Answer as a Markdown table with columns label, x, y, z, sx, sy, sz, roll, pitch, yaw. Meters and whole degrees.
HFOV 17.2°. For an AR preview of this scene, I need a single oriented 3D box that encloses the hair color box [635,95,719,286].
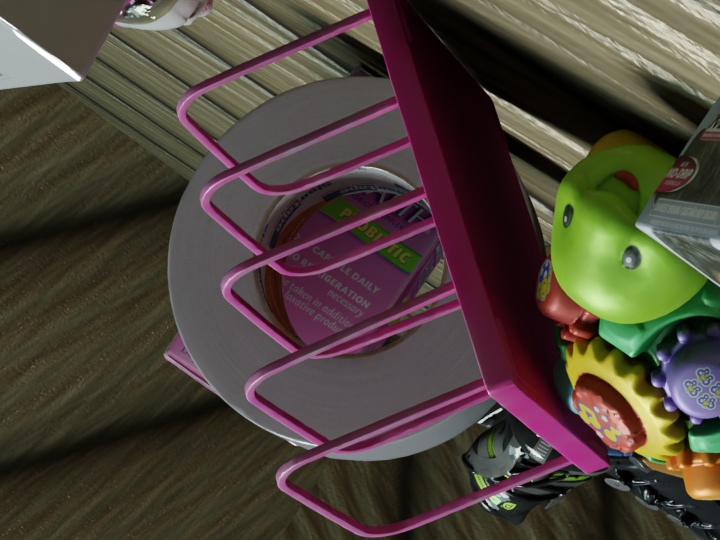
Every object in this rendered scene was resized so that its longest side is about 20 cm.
| label | x | y | z | sx | sy | sz | roll | pitch | yaw |
| --- | --- | --- | --- | --- | --- | --- | --- | --- | --- |
| hair color box | 0.201 | 0.019 | 0.821 | 0.200 | 0.061 | 0.099 | 35 | 177 | -12 |

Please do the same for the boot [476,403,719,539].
| label | x | y | z | sx | sy | sz | roll | pitch | yaw |
| --- | --- | --- | --- | --- | --- | --- | --- | --- | --- |
| boot | 0.167 | 0.111 | 1.558 | 0.200 | 0.066 | 0.165 | 28 | -179 | -41 |

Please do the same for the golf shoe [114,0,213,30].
| label | x | y | z | sx | sy | sz | roll | pitch | yaw |
| --- | --- | --- | --- | --- | --- | --- | --- | --- | --- |
| golf shoe | -0.102 | -0.158 | 1.189 | 0.092 | 0.073 | 0.200 | 29 | -171 | -26 |

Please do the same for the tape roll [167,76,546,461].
| label | x | y | z | sx | sy | sz | roll | pitch | yaw |
| --- | --- | --- | --- | --- | --- | --- | --- | --- | --- |
| tape roll | 0.000 | 0.000 | 1.283 | 0.200 | 0.201 | 0.066 | 33 | 177 | 15 |

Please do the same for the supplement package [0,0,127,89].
| label | x | y | z | sx | sy | sz | roll | pitch | yaw |
| --- | --- | --- | --- | --- | --- | --- | --- | --- | --- |
| supplement package | -0.188 | -0.164 | 1.104 | 0.120 | 0.122 | 0.200 | 36 | 162 | -28 |

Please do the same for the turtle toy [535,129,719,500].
| label | x | y | z | sx | sy | sz | roll | pitch | yaw |
| --- | --- | --- | --- | --- | --- | --- | --- | --- | --- |
| turtle toy | 0.128 | 0.016 | 0.972 | 0.146 | 0.101 | 0.200 | 35 | 156 | 35 |

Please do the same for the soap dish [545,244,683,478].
| label | x | y | z | sx | sy | sz | roll | pitch | yaw |
| --- | --- | --- | --- | --- | --- | --- | --- | --- | --- |
| soap dish | 0.161 | 0.051 | 1.349 | 0.157 | 0.081 | 0.200 | 41 | 174 | -6 |

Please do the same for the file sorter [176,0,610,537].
| label | x | y | z | sx | sy | sz | roll | pitch | yaw |
| --- | --- | --- | --- | --- | --- | --- | --- | --- | --- |
| file sorter | 0.010 | 0.004 | 1.082 | 0.139 | 0.125 | 0.201 | 40 | -150 | -61 |

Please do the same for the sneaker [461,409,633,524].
| label | x | y | z | sx | sy | sz | roll | pitch | yaw |
| --- | --- | --- | --- | --- | --- | --- | --- | --- | --- |
| sneaker | 0.101 | 0.104 | 1.318 | 0.071 | 0.083 | 0.200 | 39 | 174 | 5 |

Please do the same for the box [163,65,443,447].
| label | x | y | z | sx | sy | sz | roll | pitch | yaw |
| --- | --- | --- | --- | --- | --- | --- | --- | --- | --- |
| box | -0.016 | -0.001 | 1.422 | 0.096 | 0.201 | 0.176 | 33 | 176 | 4 |
